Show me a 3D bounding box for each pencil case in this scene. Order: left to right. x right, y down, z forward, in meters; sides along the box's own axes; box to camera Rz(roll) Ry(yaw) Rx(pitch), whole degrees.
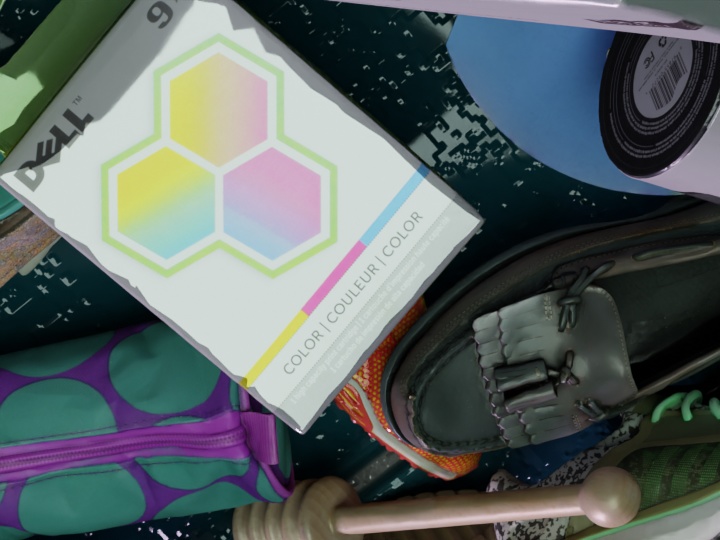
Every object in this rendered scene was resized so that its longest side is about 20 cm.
[{"bbox_3d":[-0.129,0.071,0.882,0.198,0.092,0.086,-11,98,2],"label":"pencil case"}]

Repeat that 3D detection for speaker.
[{"bbox_3d":[0.192,-0.049,0.815,0.199,0.081,0.082,14,112,-28],"label":"speaker"}]

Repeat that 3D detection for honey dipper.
[{"bbox_3d":[0.029,0.097,0.864,0.199,0.038,0.038,-9,117,43],"label":"honey dipper"}]

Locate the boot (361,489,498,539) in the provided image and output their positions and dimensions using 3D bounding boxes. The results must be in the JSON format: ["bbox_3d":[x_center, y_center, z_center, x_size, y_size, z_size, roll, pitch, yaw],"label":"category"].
[{"bbox_3d":[0.015,0.195,0.959,0.199,0.073,0.167,-30,121,9],"label":"boot"}]

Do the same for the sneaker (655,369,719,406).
[{"bbox_3d":[0.199,0.052,0.889,0.199,0.078,0.090,-21,107,7],"label":"sneaker"}]

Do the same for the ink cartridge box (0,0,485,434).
[{"bbox_3d":[-0.063,-0.046,0.796,0.200,0.059,0.104,41,94,-6],"label":"ink cartridge box"}]

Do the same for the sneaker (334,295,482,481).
[{"bbox_3d":[0.000,0.000,0.868,0.077,0.073,0.201,-32,111,5],"label":"sneaker"}]

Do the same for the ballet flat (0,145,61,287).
[{"bbox_3d":[-0.161,-0.010,0.853,0.068,0.067,0.200,39,73,25],"label":"ballet flat"}]

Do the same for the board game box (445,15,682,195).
[{"bbox_3d":[0.125,-0.128,0.838,0.157,0.039,0.201,16,113,-14],"label":"board game box"}]

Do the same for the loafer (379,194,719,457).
[{"bbox_3d":[0.104,0.017,0.847,0.199,0.063,0.072,-25,113,-14],"label":"loafer"}]

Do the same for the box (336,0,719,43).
[{"bbox_3d":[0.034,-0.182,0.695,0.198,0.130,0.202,10,95,30],"label":"box"}]

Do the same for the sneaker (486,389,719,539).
[{"bbox_3d":[0.130,0.072,0.849,0.199,0.089,0.077,-27,149,9],"label":"sneaker"}]
